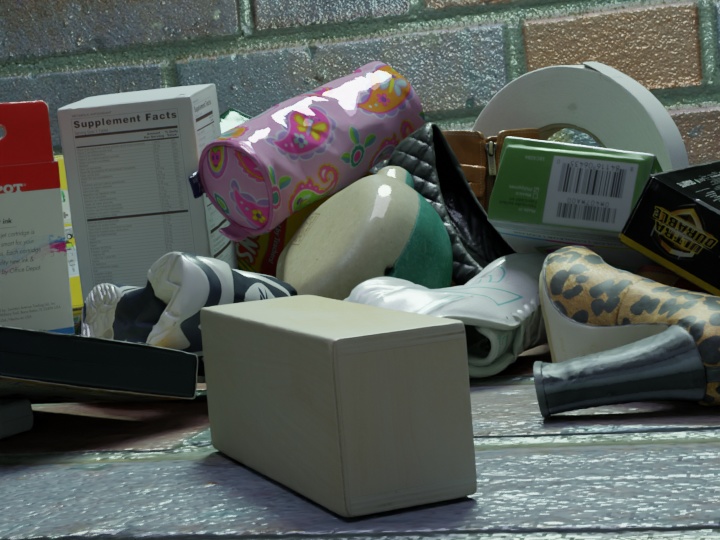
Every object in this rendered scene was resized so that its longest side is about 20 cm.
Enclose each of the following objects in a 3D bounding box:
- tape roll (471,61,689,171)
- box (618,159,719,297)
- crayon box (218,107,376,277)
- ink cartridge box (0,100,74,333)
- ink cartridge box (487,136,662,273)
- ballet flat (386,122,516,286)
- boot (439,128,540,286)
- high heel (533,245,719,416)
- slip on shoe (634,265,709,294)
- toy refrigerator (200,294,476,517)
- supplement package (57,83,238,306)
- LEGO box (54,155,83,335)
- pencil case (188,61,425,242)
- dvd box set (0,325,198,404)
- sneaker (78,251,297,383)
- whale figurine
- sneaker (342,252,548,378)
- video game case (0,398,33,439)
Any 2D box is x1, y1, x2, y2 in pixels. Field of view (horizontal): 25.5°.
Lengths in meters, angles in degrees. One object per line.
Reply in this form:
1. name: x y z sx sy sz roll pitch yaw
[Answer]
1. tape roll: 0.173 -0.068 1.306 0.201 0.205 0.037 -1 5 36
2. box: 0.263 -0.009 0.991 0.159 0.050 0.200 33 19 18
3. crayon box: -0.047 -0.041 1.351 0.199 0.128 0.051 25 39 20
4. ink cartridge box: -0.273 -0.015 1.128 0.115 0.203 0.067 -7 5 -32
5. ink cartridge box: 0.166 -0.027 1.107 0.103 0.060 0.200 9 -12 22
6. ballet flat: 0.086 -0.028 1.185 0.066 0.200 0.057 -6 -40 -50
7. boot: 0.061 -0.034 1.268 0.198 0.157 0.074 -5 0 -12
8. high heel: 0.174 0.025 0.907 0.141 0.072 0.200 -10 20 13
9. slip on shoe: 0.253 0.015 1.077 0.199 0.062 0.074 -7 3 -40
10. toy refrigerator: -0.014 0.057 0.755 0.069 0.077 0.200 -6 4 -21
11. supplement package: -0.166 -0.042 1.285 0.112 0.202 0.110 -4 11 6
12. LEGO box: -0.232 -0.023 1.426 0.198 0.150 0.077 -7 -19 -25
13. pencil case: -0.037 -0.095 1.252 0.087 0.088 0.199 0 24 45
14. dvd box set: -0.214 0.059 0.944 0.145 0.030 0.199 11 -12 -44
15. sneaker: -0.102 0.046 1.045 0.128 0.080 0.199 15 -28 -29
16. whale figurine: 0.000 0.000 1.179 0.103 0.160 0.200 36 -8 -17
17. sneaker: 0.082 0.038 1.025 0.199 0.071 0.080 -11 23 -35
18. video game case: -0.318 0.099 0.901 0.180 0.022 0.200 -3 5 27
